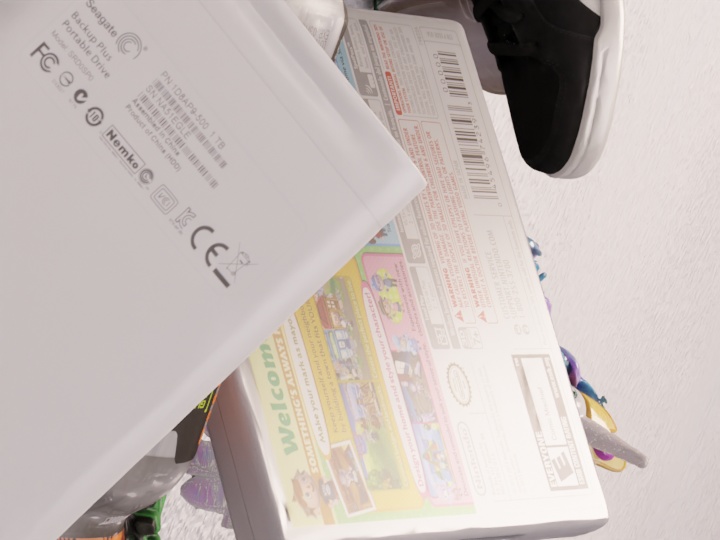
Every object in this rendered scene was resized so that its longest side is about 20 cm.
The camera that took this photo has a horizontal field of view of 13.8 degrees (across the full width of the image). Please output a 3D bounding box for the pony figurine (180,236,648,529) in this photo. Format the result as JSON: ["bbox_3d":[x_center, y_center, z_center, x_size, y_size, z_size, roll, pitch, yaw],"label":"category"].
[{"bbox_3d":[0.004,0.026,1.201,0.200,0.192,0.167,42,66,-52],"label":"pony figurine"}]

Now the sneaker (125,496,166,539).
[{"bbox_3d":[-0.098,0.062,1.064,0.201,0.078,0.085,-61,-163,17],"label":"sneaker"}]

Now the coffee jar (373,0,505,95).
[{"bbox_3d":[0.088,-0.181,1.301,0.104,0.085,0.201,-8,-128,63],"label":"coffee jar"}]

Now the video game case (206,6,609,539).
[{"bbox_3d":[0.000,0.000,1.035,0.182,0.022,0.201,1,68,-50],"label":"video game case"}]

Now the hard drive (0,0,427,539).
[{"bbox_3d":[-0.093,-0.004,0.831,0.200,0.027,0.132,-44,115,-8],"label":"hard drive"}]

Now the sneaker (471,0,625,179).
[{"bbox_3d":[0.041,-0.136,1.179,0.073,0.111,0.201,178,-89,-69],"label":"sneaker"}]

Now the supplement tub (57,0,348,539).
[{"bbox_3d":[-0.090,-0.012,0.913,0.201,0.122,0.122,-70,163,5],"label":"supplement tub"}]
